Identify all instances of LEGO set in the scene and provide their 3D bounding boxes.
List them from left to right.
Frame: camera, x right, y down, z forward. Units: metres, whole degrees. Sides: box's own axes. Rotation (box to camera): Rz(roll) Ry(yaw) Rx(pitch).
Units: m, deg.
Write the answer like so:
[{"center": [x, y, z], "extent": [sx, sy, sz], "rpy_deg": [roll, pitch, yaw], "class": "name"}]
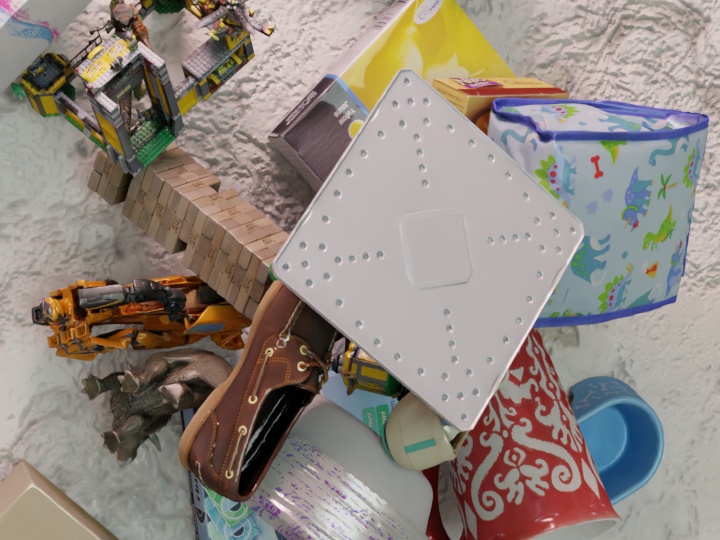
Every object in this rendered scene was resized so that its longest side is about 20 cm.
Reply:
[{"center": [-0.174, -0.182, 1.467], "extent": [0.199, 0.116, 0.154], "rpy_deg": [-36, 66, -13], "class": "LEGO set"}, {"center": [0.000, 0.000, 1.536], "extent": [0.115, 0.154, 0.202], "rpy_deg": [12, 110, 20], "class": "LEGO set"}]

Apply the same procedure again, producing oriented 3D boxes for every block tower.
[{"center": [-0.126, -0.039, 1.497], "extent": [0.058, 0.199, 0.054], "rpy_deg": [-23, 143, -52], "class": "block tower"}]

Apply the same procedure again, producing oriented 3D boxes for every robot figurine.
[{"center": [-0.163, 0.037, 1.521], "extent": [0.198, 0.145, 0.059], "rpy_deg": [-2, 81, -33], "class": "robot figurine"}]

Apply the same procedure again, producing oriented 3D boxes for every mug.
[{"center": [0.109, 0.151, 1.629], "extent": [0.176, 0.133, 0.202], "rpy_deg": [-22, 71, 11], "class": "mug"}]

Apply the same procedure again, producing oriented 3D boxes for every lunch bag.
[{"center": [0.198, -0.052, 1.586], "extent": [0.198, 0.127, 0.172], "rpy_deg": [-2, 111, -27], "class": "lunch bag"}]

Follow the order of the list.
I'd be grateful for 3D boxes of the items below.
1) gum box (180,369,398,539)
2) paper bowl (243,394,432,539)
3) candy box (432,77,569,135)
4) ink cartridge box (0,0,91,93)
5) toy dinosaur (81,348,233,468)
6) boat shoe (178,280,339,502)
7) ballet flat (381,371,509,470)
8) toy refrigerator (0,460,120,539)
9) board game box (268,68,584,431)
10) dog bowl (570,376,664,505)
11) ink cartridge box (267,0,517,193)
[{"center": [-0.049, 0.174, 1.637], "extent": [0.198, 0.044, 0.172], "rpy_deg": [-10, 101, -21], "class": "gum box"}, {"center": [-0.022, 0.175, 1.514], "extent": [0.200, 0.200, 0.105], "rpy_deg": [42, 81, -21], "class": "paper bowl"}, {"center": [0.105, -0.062, 1.630], "extent": [0.116, 0.056, 0.202], "rpy_deg": [-5, 114, -36], "class": "candy box"}, {"center": [-0.291, -0.230, 1.430], "extent": [0.145, 0.088, 0.200], "rpy_deg": [41, 82, 13], "class": "ink cartridge box"}, {"center": [-0.154, 0.091, 1.505], "extent": [0.077, 0.199, 0.102], "rpy_deg": [57, 33, 4], "class": "toy dinosaur"}, {"center": [-0.056, 0.079, 1.410], "extent": [0.070, 0.070, 0.201], "rpy_deg": [32, 86, -45], "class": "boat shoe"}, {"center": [0.084, 0.092, 1.503], "extent": [0.070, 0.069, 0.200], "rpy_deg": [61, 35, -17], "class": "ballet flat"}, {"center": [-0.228, 0.252, 1.562], "extent": [0.200, 0.070, 0.076], "rpy_deg": [43, 87, -21], "class": "toy refrigerator"}, {"center": [0.052, -0.015, 1.425], "extent": [0.200, 0.026, 0.201], "rpy_deg": [40, 66, -16], "class": "board game box"}, {"center": [0.194, 0.178, 1.735], "extent": [0.199, 0.049, 0.112], "rpy_deg": [-29, 106, -17], "class": "dog bowl"}, {"center": [0.053, -0.115, 1.643], "extent": [0.198, 0.047, 0.200], "rpy_deg": [-47, 109, -10], "class": "ink cartridge box"}]
